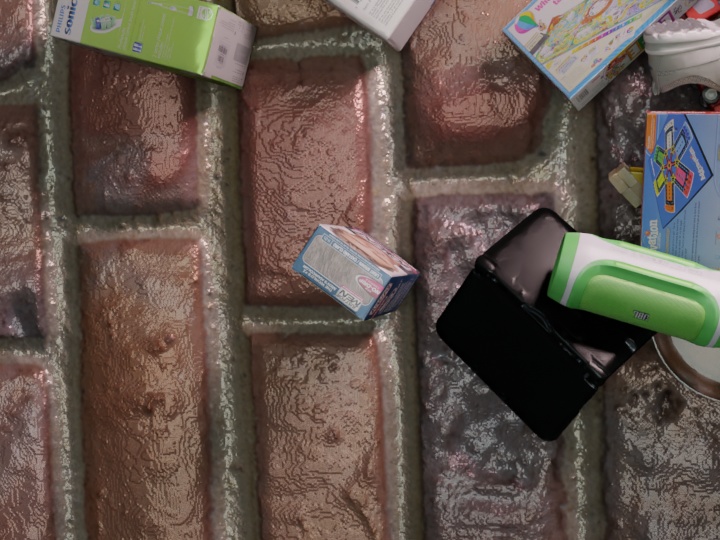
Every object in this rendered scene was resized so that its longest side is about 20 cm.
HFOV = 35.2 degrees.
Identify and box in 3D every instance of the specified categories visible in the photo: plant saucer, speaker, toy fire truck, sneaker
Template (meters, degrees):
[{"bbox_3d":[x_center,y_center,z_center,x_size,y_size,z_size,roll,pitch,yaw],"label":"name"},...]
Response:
[{"bbox_3d":[0.429,0.050,1.287,0.199,0.032,0.201,0,92,11],"label":"plant saucer"},{"bbox_3d":[0.309,0.021,1.233,0.199,0.088,0.089,16,95,7],"label":"speaker"},{"bbox_3d":[0.437,-0.239,1.268,0.141,0.049,0.201,-28,85,11],"label":"toy fire truck"},{"bbox_3d":[0.406,-0.231,1.226,0.199,0.075,0.082,-1,118,9],"label":"sneaker"}]

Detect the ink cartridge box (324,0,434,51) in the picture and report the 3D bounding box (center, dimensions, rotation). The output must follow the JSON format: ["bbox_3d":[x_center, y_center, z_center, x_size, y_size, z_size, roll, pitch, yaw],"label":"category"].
[{"bbox_3d":[0.001,-0.379,1.340,0.200,0.084,0.146,37,98,10],"label":"ink cartridge box"}]

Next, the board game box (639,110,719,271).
[{"bbox_3d":[0.360,-0.074,1.244,0.102,0.019,0.201,2,109,11],"label":"board game box"}]

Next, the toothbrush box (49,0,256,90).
[{"bbox_3d":[-0.245,-0.287,1.365,0.199,0.146,0.086,17,95,10],"label":"toothbrush box"}]

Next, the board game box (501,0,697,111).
[{"bbox_3d":[0.276,-0.296,1.283,0.200,0.034,0.135,-43,58,10],"label":"board game box"}]

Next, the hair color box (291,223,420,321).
[{"bbox_3d":[0.000,0.000,1.291,0.100,0.200,0.061,35,98,9],"label":"hair color box"}]

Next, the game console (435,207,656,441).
[{"bbox_3d":[0.217,0.061,1.323,0.176,0.117,0.200,-38,71,-19],"label":"game console"}]

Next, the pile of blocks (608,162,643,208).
[{"bbox_3d":[0.380,-0.104,1.274,0.199,0.062,0.082,11,111,7],"label":"pile of blocks"}]
